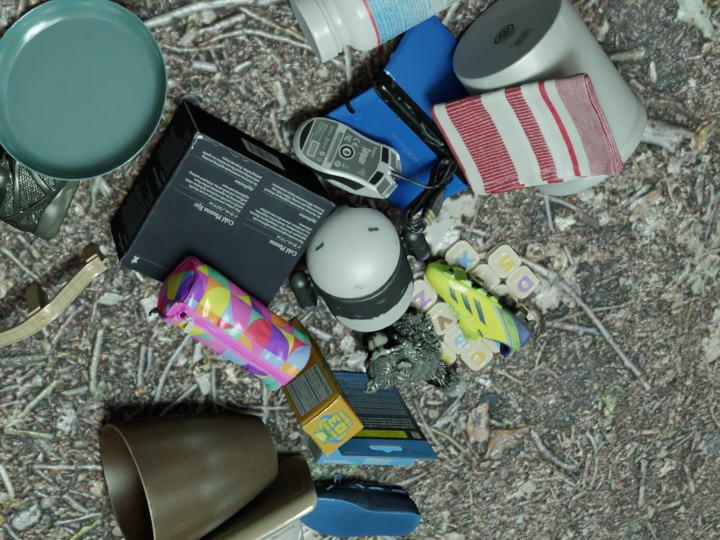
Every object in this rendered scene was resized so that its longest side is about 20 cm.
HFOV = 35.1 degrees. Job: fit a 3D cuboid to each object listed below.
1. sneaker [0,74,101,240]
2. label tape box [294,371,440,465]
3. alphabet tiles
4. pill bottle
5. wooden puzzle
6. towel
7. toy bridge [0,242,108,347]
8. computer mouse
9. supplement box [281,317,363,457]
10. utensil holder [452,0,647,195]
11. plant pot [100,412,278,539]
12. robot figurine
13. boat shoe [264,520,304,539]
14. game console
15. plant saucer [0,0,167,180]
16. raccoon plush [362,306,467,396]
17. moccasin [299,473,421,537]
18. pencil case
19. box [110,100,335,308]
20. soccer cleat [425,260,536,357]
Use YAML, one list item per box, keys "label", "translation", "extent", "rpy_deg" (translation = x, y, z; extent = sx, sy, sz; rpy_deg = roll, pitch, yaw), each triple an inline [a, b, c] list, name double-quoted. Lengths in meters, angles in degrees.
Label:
- label: "sneaker"
  translation: [-0.360, -0.138, 1.262]
  extent: [0.113, 0.076, 0.201]
  rpy_deg: [19, 111, -30]
- label: "label tape box"
  translation: [0.001, 0.215, 1.520]
  extent: [0.142, 0.200, 0.064]
  rpy_deg: [6, 116, -23]
- label: "alphabet tiles"
  translation: [0.154, 0.053, 1.601]
  extent: [0.200, 0.015, 0.196]
  rpy_deg: [-42, 124, 5]
- label: "pill bottle"
  translation: [0.024, -0.320, 1.288]
  extent: [0.198, 0.109, 0.110]
  rpy_deg: [-29, 124, -4]
- label: "wooden puzzle"
  translation: [-0.143, 0.327, 1.530]
  extent: [0.183, 0.200, 0.038]
  rpy_deg: [-29, 100, -4]
- label: "towel"
  translation: [0.194, -0.155, 1.332]
  extent: [0.198, 0.023, 0.145]
  rpy_deg: [-7, 133, 32]
- label: "toy bridge"
  translation: [-0.384, 0.042, 1.359]
  extent: [0.199, 0.067, 0.027]
  rpy_deg: [-35, 124, 1]
- label: "computer mouse"
  translation: [0.011, -0.123, 1.373]
  extent: [0.198, 0.044, 0.111]
  rpy_deg: [24, 68, -2]
- label: "supplement box"
  translation: [-0.064, 0.146, 1.457]
  extent: [0.068, 0.200, 0.067]
  rpy_deg: [-35, 124, 2]
- label: "utensil holder"
  translation: [0.228, -0.222, 1.389]
  extent: [0.170, 0.170, 0.200]
  rpy_deg: [-42, 121, 5]
- label: "plant pot"
  translation: [-0.216, 0.263, 1.496]
  extent: [0.198, 0.187, 0.189]
  rpy_deg: [-16, 123, -29]
- label: "robot figurine"
  translation: [0.001, -0.002, 1.428]
  extent: [0.151, 0.124, 0.200]
  rpy_deg: [-58, 157, -15]
- label: "boat shoe"
  translation: [-0.175, 0.390, 1.630]
  extent: [0.197, 0.072, 0.067]
  rpy_deg: [-9, 116, -17]
- label: "game console"
  translation: [0.069, -0.194, 1.430]
  extent: [0.169, 0.120, 0.200]
  rpy_deg: [-25, 130, 33]
- label: "plant saucer"
  translation: [-0.303, -0.194, 1.222]
  extent: [0.197, 0.027, 0.204]
  rpy_deg: [0, 82, 1]
- label: "raccoon plush"
  translation: [0.082, 0.136, 1.526]
  extent: [0.198, 0.135, 0.097]
  rpy_deg: [30, 120, -19]
- label: "moccasin"
  translation: [-0.009, 0.349, 1.673]
  extent: [0.198, 0.069, 0.081]
  rpy_deg: [16, 119, -26]
- label: "pencil case"
  translation: [-0.149, 0.066, 1.329]
  extent: [0.199, 0.089, 0.089]
  rpy_deg: [34, 102, -33]
- label: "box"
  translation: [-0.167, -0.066, 1.358]
  extent: [0.198, 0.104, 0.183]
  rpy_deg: [27, 106, -30]
- label: "soccer cleat"
  translation: [0.156, 0.058, 1.558]
  extent: [0.199, 0.065, 0.084]
  rpy_deg: [32, 105, -30]
